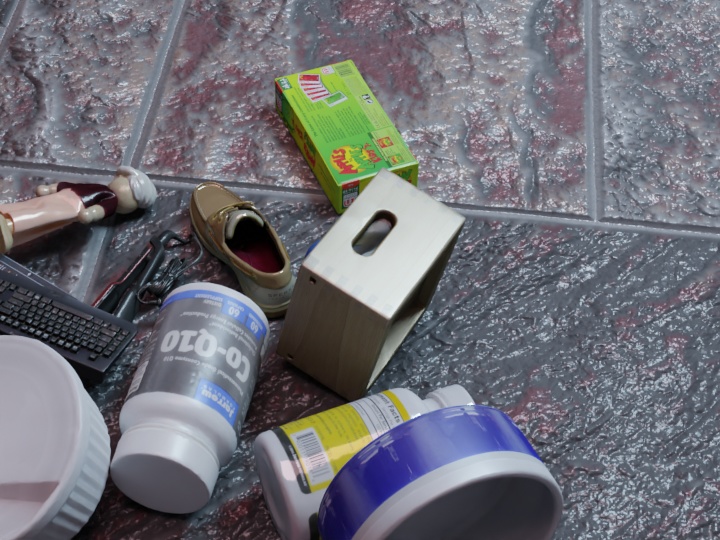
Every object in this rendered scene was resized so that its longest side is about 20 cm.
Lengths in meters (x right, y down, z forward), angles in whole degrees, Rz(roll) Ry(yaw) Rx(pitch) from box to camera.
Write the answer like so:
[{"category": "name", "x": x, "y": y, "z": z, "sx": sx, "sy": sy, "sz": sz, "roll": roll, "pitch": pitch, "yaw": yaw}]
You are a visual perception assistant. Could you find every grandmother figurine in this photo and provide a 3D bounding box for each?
[{"category": "grandmother figurine", "x": -0.313, "y": -0.070, "z": 1.431, "sx": 0.199, "sy": 0.061, "sz": 0.121, "roll": -17, "pitch": 38, "yaw": -36}]

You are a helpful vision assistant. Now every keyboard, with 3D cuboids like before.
[{"category": "keyboard", "x": -0.332, "y": 0.062, "z": 1.291, "sx": 0.199, "sy": 0.021, "sz": 0.127, "roll": 19, "pitch": 50, "yaw": 15}]

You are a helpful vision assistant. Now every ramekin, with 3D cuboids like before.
[{"category": "ramekin", "x": -0.315, "y": 0.169, "z": 1.173, "sx": 0.201, "sy": 0.094, "sz": 0.204, "roll": -8, "pitch": 62, "yaw": 15}]

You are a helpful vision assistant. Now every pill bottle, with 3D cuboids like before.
[{"category": "pill bottle", "x": 0.012, "y": 0.173, "z": 1.206, "sx": 0.199, "sy": 0.112, "sz": 0.112, "roll": -16, "pitch": 50, "yaw": -16}, {"category": "pill bottle", "x": -0.161, "y": 0.120, "z": 1.246, "sx": 0.113, "sy": 0.114, "sz": 0.201, "roll": 9, "pitch": 48, "yaw": 6}]

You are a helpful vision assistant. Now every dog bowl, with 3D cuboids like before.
[{"category": "dog bowl", "x": 0.067, "y": 0.209, "z": 1.114, "sx": 0.199, "sy": 0.201, "sz": 0.079, "roll": -17, "pitch": 47, "yaw": -17}]

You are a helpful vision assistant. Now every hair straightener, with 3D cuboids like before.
[{"category": "hair straightener", "x": -0.222, "y": 0.025, "z": 1.388, "sx": 0.077, "sy": 0.041, "sz": 0.200, "roll": 21, "pitch": 46, "yaw": 16}]

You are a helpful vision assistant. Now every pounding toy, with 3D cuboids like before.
[{"category": "pounding toy", "x": 0.000, "y": 0.000, "z": 1.333, "sx": 0.142, "sy": 0.185, "sz": 0.200, "roll": 32, "pitch": 53, "yaw": 9}]

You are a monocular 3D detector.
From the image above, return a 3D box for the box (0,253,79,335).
[{"category": "box", "x": -0.403, "y": 0.071, "z": 1.326, "sx": 0.158, "sy": 0.049, "sz": 0.200, "roll": 27, "pitch": 51, "yaw": 21}]

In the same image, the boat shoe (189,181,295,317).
[{"category": "boat shoe", "x": -0.125, "y": -0.039, "z": 1.423, "sx": 0.074, "sy": 0.067, "sz": 0.200, "roll": -25, "pitch": 53, "yaw": -23}]

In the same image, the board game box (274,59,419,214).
[{"category": "board game box", "x": -0.019, "y": -0.160, "z": 1.551, "sx": 0.101, "sy": 0.048, "sz": 0.201, "roll": -17, "pitch": 50, "yaw": -16}]
